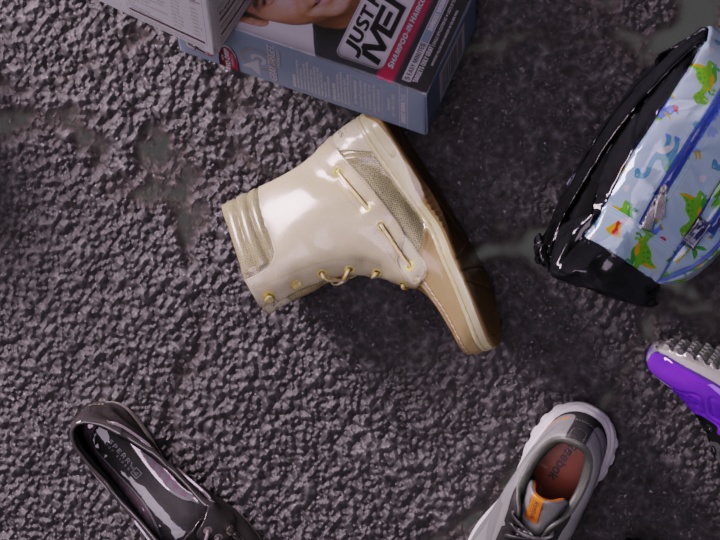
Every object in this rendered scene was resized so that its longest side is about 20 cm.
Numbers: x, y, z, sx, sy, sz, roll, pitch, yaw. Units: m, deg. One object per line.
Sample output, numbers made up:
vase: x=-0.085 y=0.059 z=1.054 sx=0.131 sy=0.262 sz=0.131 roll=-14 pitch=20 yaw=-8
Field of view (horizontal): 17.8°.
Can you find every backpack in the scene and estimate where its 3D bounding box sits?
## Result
backpack: x=0.221 y=-0.072 z=1.607 sx=0.154 sy=0.163 sz=0.200 roll=19 pitch=92 yaw=3

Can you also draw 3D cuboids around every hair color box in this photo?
hair color box: x=-0.026 y=-0.184 z=1.677 sx=0.200 sy=0.061 sz=0.099 roll=20 pitch=66 yaw=12

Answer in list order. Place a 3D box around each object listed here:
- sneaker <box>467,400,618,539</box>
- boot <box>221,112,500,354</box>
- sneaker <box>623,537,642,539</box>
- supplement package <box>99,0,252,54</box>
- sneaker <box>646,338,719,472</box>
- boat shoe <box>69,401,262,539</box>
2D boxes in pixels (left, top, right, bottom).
sneaker: x=0.121 y=0.190 z=1.685 sx=0.074 sy=0.079 sz=0.200 roll=25 pitch=102 yaw=9
boot: x=0.000 y=0.000 z=1.698 sx=0.155 sy=0.073 sz=0.200 roll=-31 pitch=84 yaw=12
sneaker: x=0.159 y=0.272 z=1.686 sx=0.200 sy=0.071 sz=0.098 roll=-42 pitch=85 yaw=12
supplement package: x=-0.123 y=-0.287 z=1.637 sx=0.156 sy=0.111 sz=0.200 roll=26 pitch=66 yaw=13
sneaker: x=0.279 y=0.130 z=1.644 sx=0.200 sy=0.070 sz=0.100 roll=32 pitch=104 yaw=10
boat shoe: x=-0.150 y=0.182 z=1.762 sx=0.200 sy=0.057 sz=0.067 roll=45 pitch=103 yaw=7
